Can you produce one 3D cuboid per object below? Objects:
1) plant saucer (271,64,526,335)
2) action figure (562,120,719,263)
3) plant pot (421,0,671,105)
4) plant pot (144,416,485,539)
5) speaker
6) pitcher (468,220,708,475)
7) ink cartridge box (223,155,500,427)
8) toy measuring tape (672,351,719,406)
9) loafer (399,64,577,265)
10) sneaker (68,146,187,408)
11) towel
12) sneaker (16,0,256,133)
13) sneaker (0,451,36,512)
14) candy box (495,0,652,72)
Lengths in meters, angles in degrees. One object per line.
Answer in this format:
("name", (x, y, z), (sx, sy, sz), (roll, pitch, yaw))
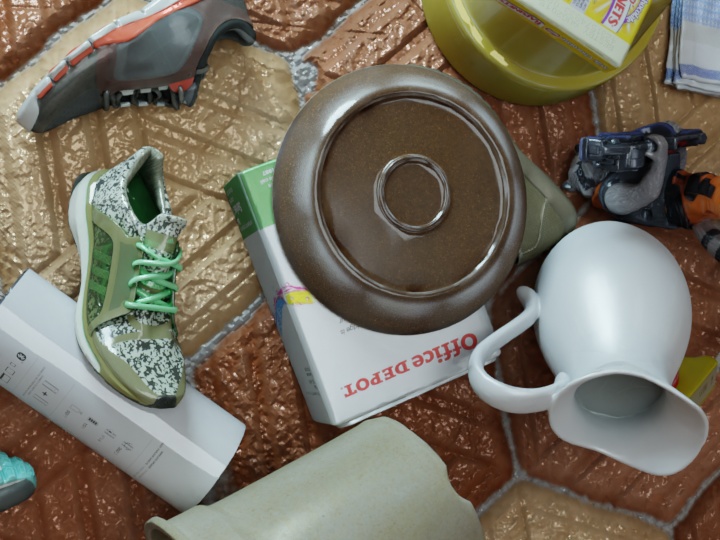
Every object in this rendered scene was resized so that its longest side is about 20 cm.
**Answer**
("plant saucer", (0.035, -0.054, 0.920), (0.198, 0.032, 0.202), (2, 84, -17))
("action figure", (0.238, -0.057, 0.990), (0.199, 0.193, 0.106), (-8, 114, -48))
("plant pot", (0.166, -0.243, 0.973), (0.199, 0.189, 0.203), (1, 86, -16))
("plant pot", (-0.020, 0.206, 0.886), (0.183, 0.200, 0.201), (-34, 95, -23))
("speaker", (-0.183, 0.089, 0.912), (0.199, 0.081, 0.081), (37, 78, -10))
("pitcher", (0.166, 0.046, 0.948), (0.170, 0.201, 0.122), (14, 127, -3))
("ink cartridge box", (0.000, 0.000, 0.965), (0.144, 0.084, 0.202), (-21, 92, -16))
("toy measuring tape", (0.262, 0.075, 1.046), (0.200, 0.073, 0.074), (-44, 98, -23))
("loafer", (0.088, -0.082, 0.999), (0.200, 0.076, 0.068), (41, 71, -9))
("sneaker", (-0.154, -0.002, 0.882), (0.076, 0.089, 0.201), (5, 58, -40))
("towel", (0.341, -0.245, 1.105), (0.146, 0.024, 0.202), (8, 84, -15))
("sneaker", (-0.159, -0.149, 0.939), (0.199, 0.077, 0.082), (-37, 102, -14))
("sneaker", (-0.318, 0.195, 0.883), (0.199, 0.078, 0.092), (-22, 108, -12))
("candy box", (0.174, -0.247, 0.863), (0.102, 0.026, 0.201), (30, 80, -14))
